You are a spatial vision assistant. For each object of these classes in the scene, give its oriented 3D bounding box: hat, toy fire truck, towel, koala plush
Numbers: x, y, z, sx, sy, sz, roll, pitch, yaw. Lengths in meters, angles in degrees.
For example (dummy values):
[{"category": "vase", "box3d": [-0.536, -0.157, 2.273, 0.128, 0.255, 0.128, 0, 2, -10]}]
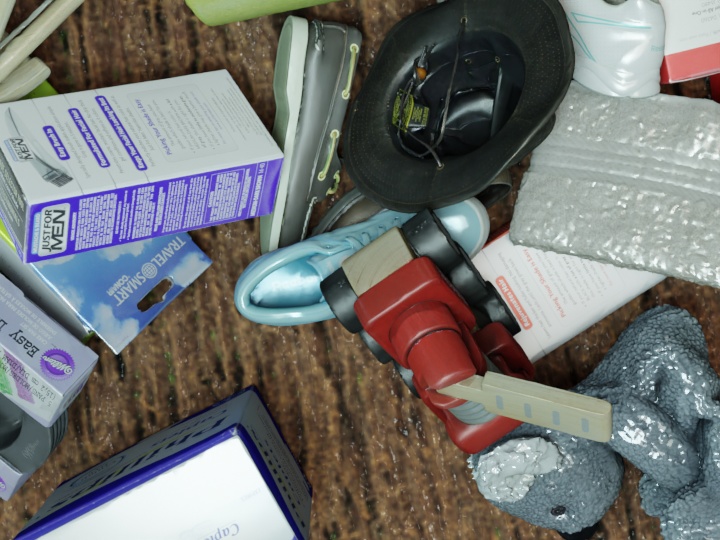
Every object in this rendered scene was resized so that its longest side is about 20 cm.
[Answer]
[{"category": "hat", "box3d": [0.086, -0.113, 1.109, 0.081, 0.200, 0.201, 33, 95, -42]}, {"category": "toy fire truck", "box3d": [0.087, 0.072, 1.046, 0.128, 0.176, 0.201, -33, 52, 8]}, {"category": "towel", "box3d": [0.213, -0.063, 1.118, 0.199, 0.034, 0.134, 12, 82, 24]}, {"category": "koala plush", "box3d": [0.177, 0.132, 1.161, 0.198, 0.177, 0.185, -13, 92, 5]}]

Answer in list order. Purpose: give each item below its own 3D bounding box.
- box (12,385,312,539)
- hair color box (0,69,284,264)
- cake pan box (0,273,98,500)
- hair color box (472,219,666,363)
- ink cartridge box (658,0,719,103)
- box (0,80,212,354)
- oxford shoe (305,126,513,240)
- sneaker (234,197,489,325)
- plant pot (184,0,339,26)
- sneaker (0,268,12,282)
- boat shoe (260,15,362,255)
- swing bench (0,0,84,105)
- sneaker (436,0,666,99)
[{"category": "box", "box3d": [-0.140, 0.183, 1.135, 0.183, 0.200, 0.105, -27, 95, 1]}, {"category": "hair color box", "box3d": [-0.169, -0.079, 1.114, 0.199, 0.110, 0.065, -12, 139, -29]}, {"category": "cake pan box", "box3d": [-0.300, 0.065, 1.134, 0.200, 0.184, 0.052, 39, 50, 0]}, {"category": "hair color box", "box3d": [0.129, 0.015, 1.197, 0.199, 0.061, 0.102, -32, 95, 1]}, {"category": "ink cartridge box", "box3d": [0.239, -0.205, 1.151, 0.067, 0.116, 0.202, -13, 95, -1]}, {"category": "box", "box3d": [-0.224, -0.038, 1.162, 0.200, 0.048, 0.122, 47, 57, -5]}, {"category": "oxford shoe", "box3d": [0.031, -0.030, 1.171, 0.200, 0.073, 0.085, -38, 63, 5]}, {"category": "sneaker", "box3d": [0.000, 0.000, 1.113, 0.199, 0.082, 0.074, -22, 99, 12]}, {"category": "plant pot", "box3d": [-0.049, -0.269, 1.113, 0.183, 0.200, 0.202, -17, 96, 11]}, {"category": "sneaker", "box3d": [-0.281, 0.009, 1.179, 0.079, 0.075, 0.200, -43, 106, -16]}, {"category": "boat shoe", "box3d": [-0.040, -0.092, 1.174, 0.060, 0.072, 0.203, 4, 107, -15]}, {"category": "swing bench", "box3d": [-0.293, -0.240, 1.090, 0.199, 0.130, 0.200, 45, 106, 20]}, {"category": "sneaker", "box3d": [0.145, -0.196, 1.135, 0.199, 0.070, 0.081, 26, 122, 32]}]
